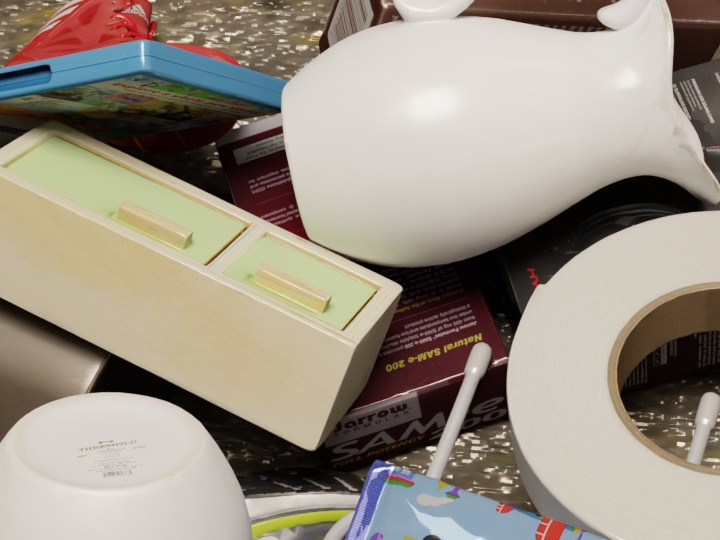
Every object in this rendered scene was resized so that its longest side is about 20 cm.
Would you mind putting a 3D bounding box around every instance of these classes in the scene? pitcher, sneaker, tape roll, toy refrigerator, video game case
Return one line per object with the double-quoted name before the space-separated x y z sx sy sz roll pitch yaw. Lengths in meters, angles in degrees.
"pitcher" 0.061 -0.093 0.877 0.200 0.172 0.121 -11 17 6
"sneaker" -0.133 -0.131 1.046 0.200 0.078 0.116 1 50 34
"tape roll" 0.166 0.058 0.823 0.203 0.037 0.203 -4 51 5
"toy refrigerator" -0.087 0.002 0.869 0.200 0.070 0.076 26 28 9
"video game case" -0.155 -0.084 0.923 0.200 0.143 0.018 -7 84 26
"pitcher" -0.085 0.156 0.788 0.171 0.200 0.121 -7 28 -21
"sneaker" -0.061 0.146 0.889 0.200 0.074 0.081 -7 96 -10

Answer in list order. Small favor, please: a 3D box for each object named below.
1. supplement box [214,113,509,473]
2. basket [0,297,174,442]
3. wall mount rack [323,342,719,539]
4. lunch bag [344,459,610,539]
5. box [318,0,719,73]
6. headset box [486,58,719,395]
"supplement box" 0.000 0.000 0.974 0.109 0.061 0.200 -18 55 -3
"basket" -0.207 0.038 0.943 0.200 0.136 0.180 20 73 16
"wall mount rack" 0.087 0.128 0.842 0.200 0.075 0.174 12 87 16
"lunch bag" 0.042 0.201 0.726 0.150 0.094 0.200 17 66 17
"box" 0.087 -0.130 0.983 0.200 0.100 0.075 2 53 -18
"headset box" 0.168 -0.026 0.956 0.200 0.075 0.149 -15 56 0
